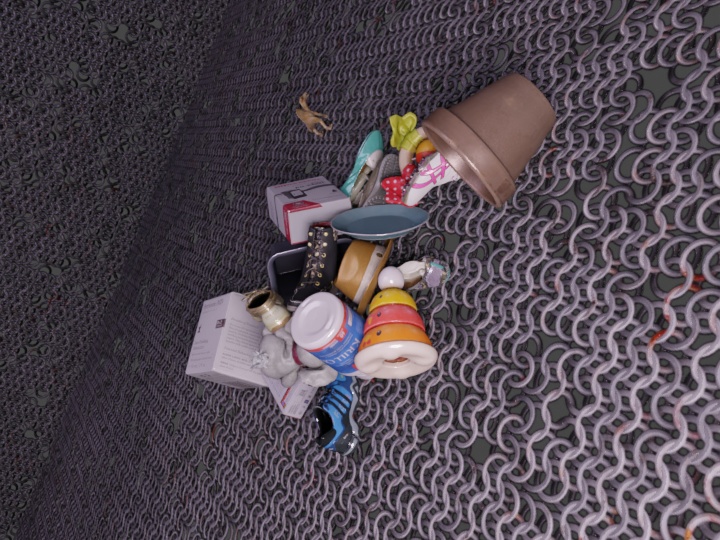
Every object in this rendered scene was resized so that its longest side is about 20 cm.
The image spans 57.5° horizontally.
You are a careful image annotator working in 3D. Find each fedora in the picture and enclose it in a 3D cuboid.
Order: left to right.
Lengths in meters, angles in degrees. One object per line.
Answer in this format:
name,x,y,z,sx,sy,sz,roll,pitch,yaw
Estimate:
fedora,0.000,0.000,1.319,0.201,0.082,0.201,-158,90,-90

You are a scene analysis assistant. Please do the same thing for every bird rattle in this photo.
bird rattle,0.120,-0.228,1.345,0.163,0.113,0.200,-8,67,35

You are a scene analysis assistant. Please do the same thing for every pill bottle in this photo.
pill bottle,-0.031,0.131,1.231,0.112,0.200,0.112,-19,53,26

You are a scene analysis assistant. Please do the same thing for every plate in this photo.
plate,0.040,-0.094,1.319,0.200,0.200,0.026,32,133,57

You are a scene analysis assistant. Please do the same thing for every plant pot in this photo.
plant pot,0.233,-0.236,1.122,0.175,0.200,0.200,-42,37,6

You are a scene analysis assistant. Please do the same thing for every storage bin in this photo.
storage bin,-0.108,-0.011,1.469,0.134,0.200,0.146,-123,21,-65

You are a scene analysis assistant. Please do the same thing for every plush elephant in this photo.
plush elephant,-0.122,0.159,1.330,0.200,0.155,0.165,-30,-67,-80

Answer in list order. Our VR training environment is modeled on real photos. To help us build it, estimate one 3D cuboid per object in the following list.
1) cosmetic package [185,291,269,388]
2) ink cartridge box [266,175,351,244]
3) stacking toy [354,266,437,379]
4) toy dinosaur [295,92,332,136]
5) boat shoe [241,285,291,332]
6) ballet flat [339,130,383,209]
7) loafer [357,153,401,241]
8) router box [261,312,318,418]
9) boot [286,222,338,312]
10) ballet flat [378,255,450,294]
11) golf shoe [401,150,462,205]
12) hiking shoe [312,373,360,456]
cosmetic package,-0.313,0.181,1.656,0.165,0.165,0.200,-16,58,50
ink cartridge box,-0.119,-0.141,1.492,0.200,0.145,0.083,-134,34,-59
stacking toy,0.057,0.084,1.185,0.146,0.146,0.200,-34,49,41
toy dinosaur,-0.134,-0.409,1.813,0.058,0.101,0.200,-46,38,30
boat shoe,-0.194,0.065,1.322,0.073,0.063,0.200,-43,23,-13
ballet flat,0.015,-0.227,1.536,0.070,0.067,0.200,36,102,32
loafer,0.039,-0.158,1.450,0.200,0.075,0.070,-66,19,-3
router box,-0.139,0.202,1.498,0.200,0.049,0.179,-61,33,10
boot,-0.093,-0.008,1.304,0.204,0.073,0.154,-44,-42,-69
ballet flat,0.083,0.014,1.273,0.200,0.072,0.072,-24,52,48
golf shoe,0.158,-0.195,1.263,0.200,0.092,0.073,-50,4,18
hiking shoe,-0.051,0.262,1.299,0.074,0.087,0.200,-42,40,34
